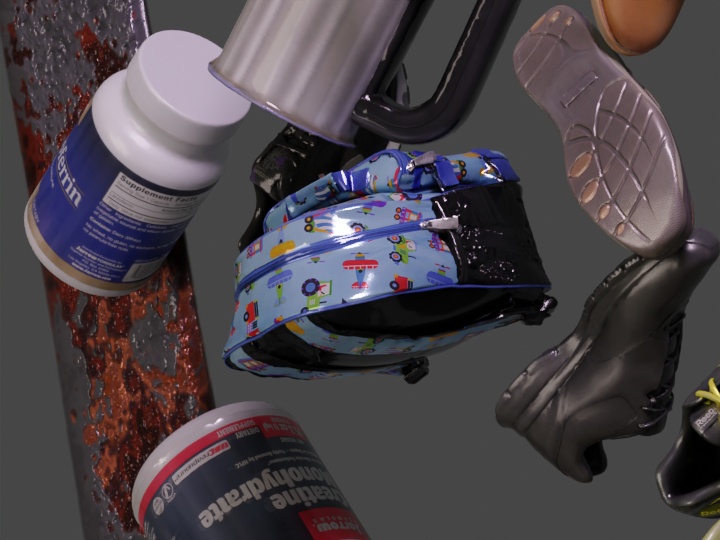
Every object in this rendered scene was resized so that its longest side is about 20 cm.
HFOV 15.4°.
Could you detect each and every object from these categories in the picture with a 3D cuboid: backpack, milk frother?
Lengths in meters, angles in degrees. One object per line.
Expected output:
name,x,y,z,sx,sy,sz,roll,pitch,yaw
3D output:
backpack,0.000,0.000,1.776,0.182,0.199,0.135,-27,73,49
milk frother,-0.009,-0.181,1.746,0.180,0.200,0.189,32,101,29

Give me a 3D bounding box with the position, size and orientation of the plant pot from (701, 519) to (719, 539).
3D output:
plant pot,0.217,0.235,1.566,0.184,0.200,0.201,-21,77,61

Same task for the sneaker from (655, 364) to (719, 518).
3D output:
sneaker,0.242,0.074,1.580,0.074,0.084,0.201,44,125,38

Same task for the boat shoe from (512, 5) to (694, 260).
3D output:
boat shoe,0.165,-0.084,1.660,0.074,0.073,0.200,-40,49,22

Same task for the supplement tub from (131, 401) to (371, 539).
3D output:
supplement tub,-0.065,0.207,1.920,0.200,0.140,0.141,56,132,31

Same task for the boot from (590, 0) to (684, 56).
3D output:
boot,0.216,-0.211,1.587,0.155,0.073,0.201,29,112,50

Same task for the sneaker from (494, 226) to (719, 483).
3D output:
sneaker,0.172,0.053,1.684,0.091,0.076,0.200,46,126,13

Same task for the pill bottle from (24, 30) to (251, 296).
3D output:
pill bottle,-0.168,-0.082,2.037,0.200,0.115,0.116,-52,55,38

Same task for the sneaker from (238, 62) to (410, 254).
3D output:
sneaker,-0.029,-0.080,1.890,0.076,0.087,0.201,36,120,43
